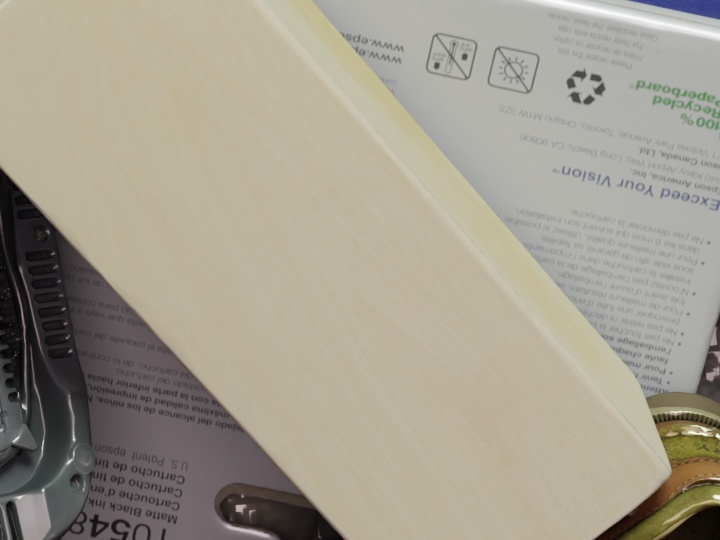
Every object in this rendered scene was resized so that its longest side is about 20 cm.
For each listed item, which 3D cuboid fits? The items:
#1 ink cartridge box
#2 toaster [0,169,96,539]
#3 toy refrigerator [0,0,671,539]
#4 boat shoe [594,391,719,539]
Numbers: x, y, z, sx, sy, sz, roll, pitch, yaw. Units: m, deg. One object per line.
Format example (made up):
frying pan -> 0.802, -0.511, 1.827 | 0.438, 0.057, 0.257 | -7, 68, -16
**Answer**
ink cartridge box -> 0.000, 0.000, 0.773 | 0.198, 0.041, 0.201 | 12, 117, -2
toaster -> -0.152, 0.014, 0.730 | 0.113, 0.129, 0.201 | -10, 86, -47
toy refrigerator -> -0.014, -0.009, 0.705 | 0.076, 0.070, 0.200 | -39, 108, 11
boat shoe -> 0.042, 0.124, 0.752 | 0.072, 0.068, 0.201 | 28, 105, -5
